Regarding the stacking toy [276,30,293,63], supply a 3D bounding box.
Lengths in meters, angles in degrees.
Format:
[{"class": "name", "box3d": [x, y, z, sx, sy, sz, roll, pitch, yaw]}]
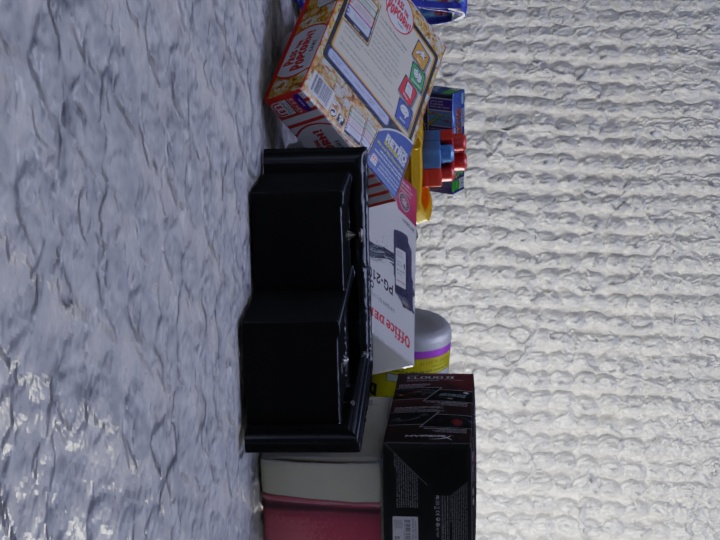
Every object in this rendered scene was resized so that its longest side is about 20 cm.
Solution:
[{"class": "stacking toy", "box3d": [-0.029, -0.204, 1.304, 0.200, 0.145, 0.148, 6, 84, -69]}]

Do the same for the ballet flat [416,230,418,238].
[{"class": "ballet flat", "box3d": [-0.012, -0.016, 1.457, 0.200, 0.067, 0.076, -40, 117, -38]}]

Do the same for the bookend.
[{"class": "bookend", "box3d": [-0.041, 0.016, 1.073, 0.199, 0.091, 0.202, -76, 165, -76]}]

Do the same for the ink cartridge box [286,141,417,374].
[{"class": "ink cartridge box", "box3d": [-0.010, -0.013, 1.311, 0.145, 0.084, 0.202, 39, 46, -53]}]

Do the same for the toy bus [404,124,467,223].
[{"class": "toy bus", "box3d": [0.042, -0.119, 1.713, 0.136, 0.190, 0.202, -88, 178, -56]}]

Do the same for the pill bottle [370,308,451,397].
[{"class": "pill bottle", "box3d": [0.050, 0.153, 1.570, 0.104, 0.103, 0.202, -80, 174, -71]}]

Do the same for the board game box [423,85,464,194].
[{"class": "board game box", "box3d": [0.046, -0.184, 1.786, 0.034, 0.198, 0.137, -28, 124, -51]}]

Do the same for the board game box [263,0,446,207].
[{"class": "board game box", "box3d": [0.001, -0.183, 1.221, 0.152, 0.046, 0.201, 48, 47, -35]}]

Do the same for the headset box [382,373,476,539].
[{"class": "headset box", "box3d": [0.063, 0.182, 1.153, 0.200, 0.074, 0.150, -67, 157, -76]}]

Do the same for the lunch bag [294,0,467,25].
[{"class": "lunch bag", "box3d": [0.032, -0.340, 1.431, 0.094, 0.198, 0.152, 80, 10, -74]}]

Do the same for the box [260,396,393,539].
[{"class": "box", "box3d": [-0.026, 0.228, 1.194, 0.128, 0.108, 0.202, -76, 165, -69]}]
